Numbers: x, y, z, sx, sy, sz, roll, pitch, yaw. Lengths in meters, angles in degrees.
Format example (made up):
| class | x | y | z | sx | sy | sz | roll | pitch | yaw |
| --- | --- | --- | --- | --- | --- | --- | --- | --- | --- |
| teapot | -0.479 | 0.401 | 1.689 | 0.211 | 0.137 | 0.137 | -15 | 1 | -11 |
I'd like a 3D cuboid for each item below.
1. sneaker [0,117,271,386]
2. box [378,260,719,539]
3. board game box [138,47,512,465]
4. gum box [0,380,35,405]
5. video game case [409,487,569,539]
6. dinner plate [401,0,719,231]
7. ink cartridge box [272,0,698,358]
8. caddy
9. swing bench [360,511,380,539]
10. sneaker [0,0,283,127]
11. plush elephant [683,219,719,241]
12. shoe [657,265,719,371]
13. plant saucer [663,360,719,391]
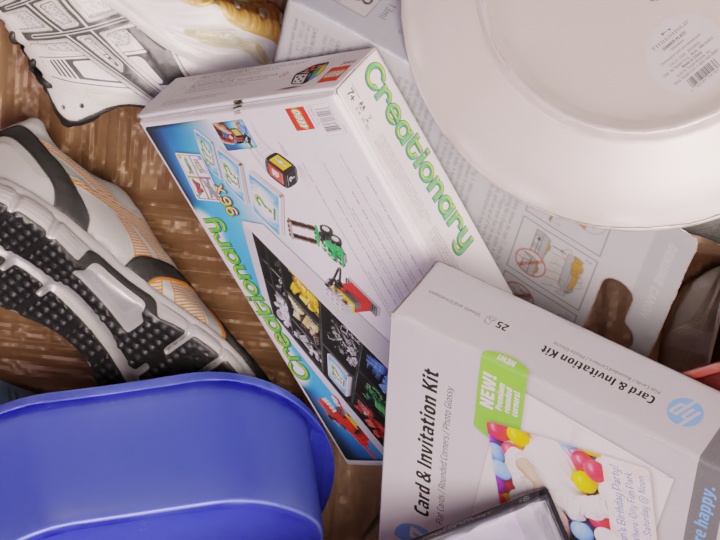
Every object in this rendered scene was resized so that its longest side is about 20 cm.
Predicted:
| class | x | y | z | sx | sy | sz | roll | pitch | yaw |
| --- | --- | --- | --- | --- | --- | --- | --- | --- | --- |
| sneaker | -0.106 | 0.007 | 1.215 | 0.073 | 0.080 | 0.200 | -28 | 120 | 32 |
| box | 0.102 | 0.099 | 1.064 | 0.199 | 0.041 | 0.157 | 26 | 140 | 21 |
| board game box | 0.000 | 0.000 | 1.139 | 0.126 | 0.035 | 0.201 | -3 | 126 | 45 |
| gum box | -0.263 | 0.106 | 1.226 | 0.199 | 0.045 | 0.171 | 22 | 102 | -17 |
| video game case | 0.010 | 0.189 | 1.060 | 0.199 | 0.019 | 0.144 | -22 | 98 | 9 |
| dinner plate | 0.112 | -0.115 | 1.048 | 0.199 | 0.024 | 0.202 | -2 | 78 | 10 |
| ink cartridge box | 0.048 | -0.028 | 1.137 | 0.199 | 0.057 | 0.163 | 28 | 142 | 10 |
| caddy | -0.105 | 0.118 | 1.192 | 0.199 | 0.105 | 0.142 | -7 | 133 | -11 |
| swing bench | 0.066 | 0.225 | 1.182 | 0.198 | 0.130 | 0.201 | 27 | 65 | -3 |
| sneaker | -0.134 | -0.111 | 1.183 | 0.199 | 0.076 | 0.088 | 25 | 105 | -1 |
| plush elephant | 0.226 | -0.060 | 1.107 | 0.165 | 0.199 | 0.156 | 41 | 114 | 40 |
| shoe | 0.155 | 0.090 | 1.169 | 0.069 | 0.053 | 0.201 | 13 | 72 | -15 |
| plant saucer | 0.188 | 0.109 | 1.059 | 0.199 | 0.037 | 0.200 | -19 | 112 | 50 |
